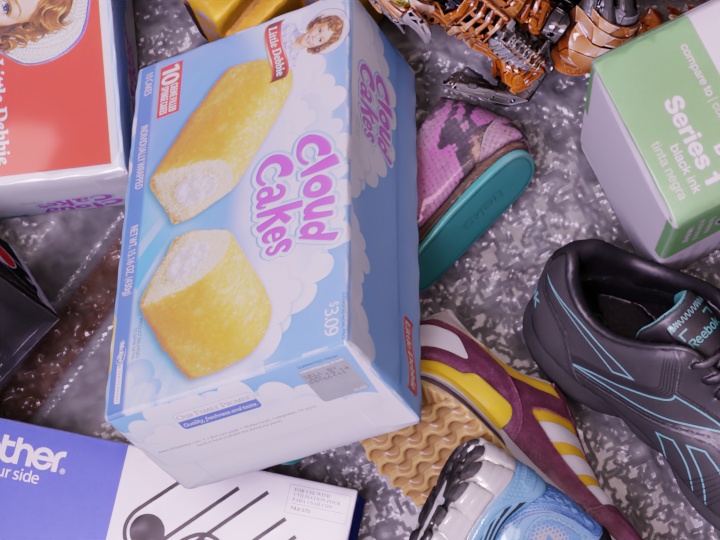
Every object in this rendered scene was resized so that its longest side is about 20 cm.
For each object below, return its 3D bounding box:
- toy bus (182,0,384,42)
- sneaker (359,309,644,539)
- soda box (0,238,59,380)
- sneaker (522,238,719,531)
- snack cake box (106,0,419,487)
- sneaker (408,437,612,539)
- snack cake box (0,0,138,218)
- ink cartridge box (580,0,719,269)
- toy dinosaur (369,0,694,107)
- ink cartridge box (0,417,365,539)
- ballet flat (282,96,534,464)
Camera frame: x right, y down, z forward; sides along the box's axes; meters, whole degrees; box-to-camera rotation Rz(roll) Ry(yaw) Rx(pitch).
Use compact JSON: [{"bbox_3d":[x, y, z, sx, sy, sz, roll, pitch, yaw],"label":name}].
[{"bbox_3d":[0.004,-0.180,0.887,0.078,0.065,0.200,40,85,9],"label":"toy bus"},{"bbox_3d":[0.087,0.102,0.823,0.075,0.090,0.200,-32,104,33],"label":"sneaker"},{"bbox_3d":[-0.237,0.062,0.841,0.200,0.063,0.071,-46,42,4],"label":"soda box"},{"bbox_3d":[0.156,0.057,0.803,0.200,0.079,0.075,33,63,18],"label":"sneaker"},{"bbox_3d":[-0.039,-0.016,0.799,0.115,0.067,0.200,-19,48,22],"label":"snack cake box"},{"bbox_3d":[0.044,0.170,0.775,0.090,0.078,0.200,25,122,0],"label":"sneaker"},{"bbox_3d":[-0.171,-0.130,0.893,0.115,0.067,0.200,-6,79,3],"label":"snack cake box"},{"bbox_3d":[0.205,-0.084,0.808,0.200,0.146,0.084,-26,79,1],"label":"ink cartridge box"},{"bbox_3d":[0.096,-0.139,0.840,0.102,0.200,0.136,24,105,39],"label":"toy dinosaur"},{"bbox_3d":[-0.105,0.130,0.849,0.200,0.044,0.094,10,79,8],"label":"ink cartridge box"},{"bbox_3d":[0.000,0.000,0.859,0.071,0.069,0.200,34,80,29],"label":"ballet flat"}]
